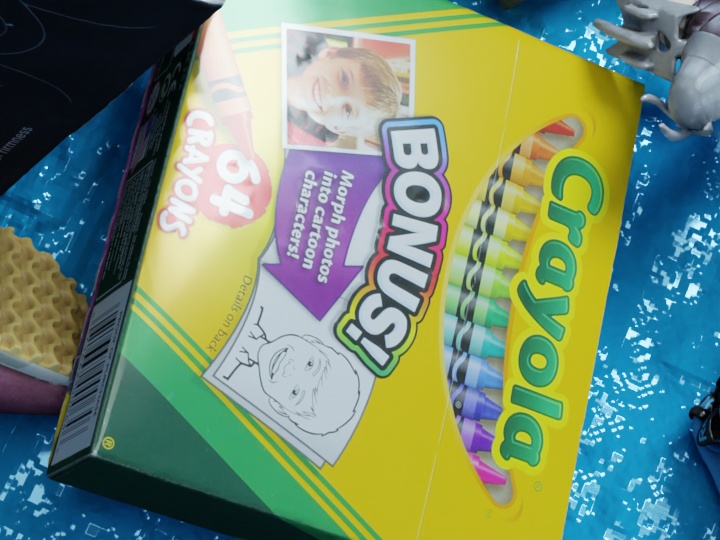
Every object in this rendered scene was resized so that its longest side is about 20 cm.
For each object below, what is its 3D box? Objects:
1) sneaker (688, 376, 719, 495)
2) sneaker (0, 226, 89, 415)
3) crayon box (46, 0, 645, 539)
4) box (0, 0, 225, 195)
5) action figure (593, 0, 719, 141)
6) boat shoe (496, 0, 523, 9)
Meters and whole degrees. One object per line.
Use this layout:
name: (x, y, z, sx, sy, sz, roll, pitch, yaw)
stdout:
sneaker: (0.165, 0.037, 0.844, 0.081, 0.073, 0.201, 7, 71, -5)
sneaker: (-0.186, 0.019, 0.802, 0.199, 0.090, 0.075, 22, 30, -23)
crayon box: (0.000, 0.000, 0.815, 0.172, 0.058, 0.201, 20, 70, -19)
box: (-0.166, -0.129, 0.749, 0.196, 0.200, 0.125, 13, 68, -27)
action figure: (0.172, -0.086, 0.852, 0.130, 0.070, 0.200, 33, 44, 30)
boat shoe: (0.133, -0.153, 0.909, 0.199, 0.067, 0.057, -17, 91, -9)
